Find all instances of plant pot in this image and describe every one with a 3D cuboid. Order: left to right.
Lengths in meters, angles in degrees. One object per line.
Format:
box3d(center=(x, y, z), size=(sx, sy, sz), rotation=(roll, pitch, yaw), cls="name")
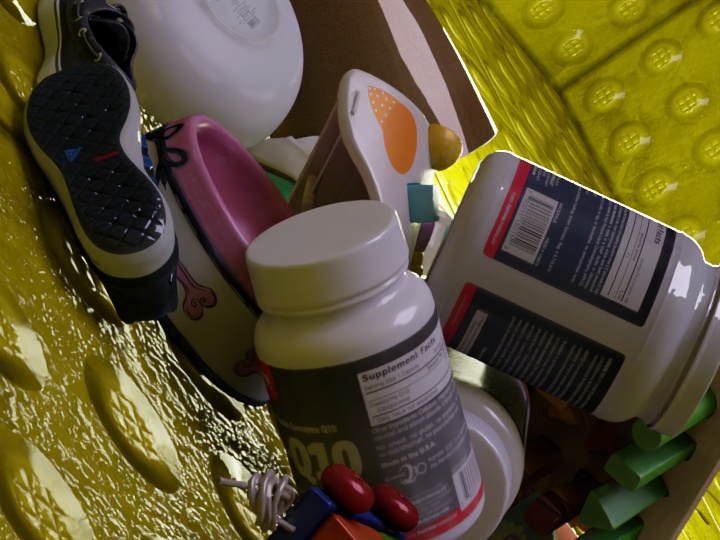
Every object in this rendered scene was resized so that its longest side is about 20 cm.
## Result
box3d(center=(-0.008, -0.175, 1.852), size=(0.186, 0.185, 0.201), rotation=(-65, 136, -76), cls="plant pot")

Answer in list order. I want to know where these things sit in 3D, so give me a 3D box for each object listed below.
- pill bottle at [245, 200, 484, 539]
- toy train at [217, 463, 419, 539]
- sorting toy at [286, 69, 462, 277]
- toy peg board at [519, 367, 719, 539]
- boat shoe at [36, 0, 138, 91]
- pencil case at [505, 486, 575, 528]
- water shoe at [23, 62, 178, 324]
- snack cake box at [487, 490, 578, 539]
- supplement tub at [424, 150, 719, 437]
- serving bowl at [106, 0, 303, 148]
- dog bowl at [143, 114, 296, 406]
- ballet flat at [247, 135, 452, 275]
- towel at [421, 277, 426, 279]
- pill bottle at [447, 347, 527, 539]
box3d(center=(0.000, 0.068, 1.397), size=(0.114, 0.113, 0.201), rotation=(-90, 165, -69), cls="pill bottle")
box3d(center=(-0.002, 0.171, 1.259), size=(0.116, 0.085, 0.200), rotation=(40, 3, 27), cls="toy train")
box3d(center=(0.000, 0.000, 1.583), size=(0.106, 0.200, 0.181), rotation=(14, 52, -13), cls="sorting toy")
box3d(center=(0.163, 0.112, 1.707), size=(0.199, 0.201, 0.098), rotation=(40, 36, 21), cls="toy peg board")
box3d(center=(-0.176, -0.148, 1.534), size=(0.069, 0.056, 0.200), rotation=(51, 14, -26), cls="boat shoe")
box3d(center=(0.141, 0.174, 1.911), size=(0.200, 0.086, 0.079), rotation=(22, 62, -68), cls="pencil case")
box3d(center=(-0.157, -0.046, 1.375), size=(0.201, 0.071, 0.079), rotation=(-112, -169, -48), cls="water shoe")
box3d(center=(0.154, 0.272, 1.739), size=(0.115, 0.067, 0.200), rotation=(50, 13, -21), cls="snack cake box")
box3d(center=(0.149, 0.017, 1.570), size=(0.199, 0.141, 0.140), rotation=(25, 14, 0), cls="supplement tub")
box3d(center=(-0.112, -0.192, 1.709), size=(0.200, 0.066, 0.201), rotation=(30, 44, -33), cls="serving bowl")
box3d(center=(-0.089, -0.014, 1.494), size=(0.201, 0.074, 0.200), rotation=(53, 13, -18), cls="dog bowl")
box3d(center=(-0.013, -0.063, 1.754), size=(0.199, 0.070, 0.069), rotation=(31, 3, 21), cls="ballet flat")
box3d(center=(0.029, 0.023, 1.787), size=(0.148, 0.031, 0.200), rotation=(22, -5, 26), cls="towel")
box3d(center=(0.059, 0.120, 1.601), size=(0.114, 0.114, 0.200), rotation=(55, 12, -7), cls="pill bottle")
